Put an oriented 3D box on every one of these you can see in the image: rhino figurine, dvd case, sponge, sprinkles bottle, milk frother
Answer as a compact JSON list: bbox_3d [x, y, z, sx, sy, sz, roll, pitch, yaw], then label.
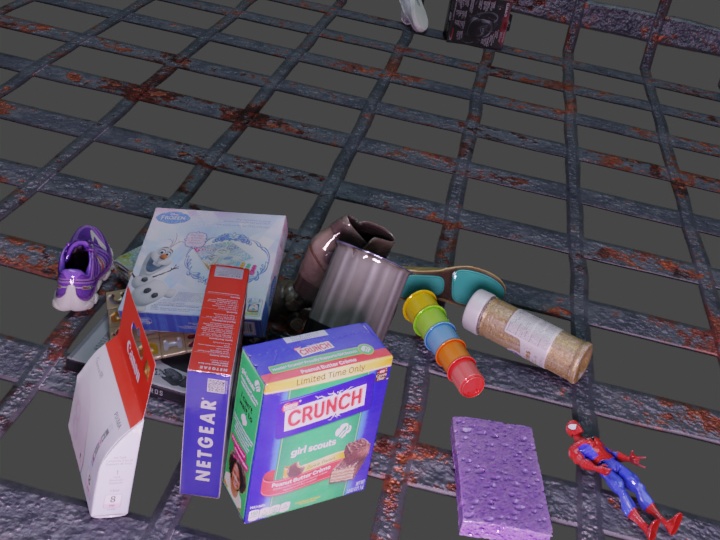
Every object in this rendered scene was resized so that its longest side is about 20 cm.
[{"bbox_3d":[-0.109,0.046,1.488,0.196,0.061,0.088,3,27,-19],"label":"rhino figurine"},{"bbox_3d":[-0.276,0.114,1.347,0.196,0.025,0.151,15,30,8],"label":"dvd case"},{"bbox_3d":[0.172,0.261,1.240,0.109,0.030,0.201,9,30,-4],"label":"sponge"},{"bbox_3d":[0.253,0.099,1.511,0.198,0.069,0.068,27,32,26],"label":"sprinkles bottle"},{"bbox_3d":[-0.052,0.055,1.351,0.197,0.191,0.181,22,-3,5],"label":"milk frother"}]

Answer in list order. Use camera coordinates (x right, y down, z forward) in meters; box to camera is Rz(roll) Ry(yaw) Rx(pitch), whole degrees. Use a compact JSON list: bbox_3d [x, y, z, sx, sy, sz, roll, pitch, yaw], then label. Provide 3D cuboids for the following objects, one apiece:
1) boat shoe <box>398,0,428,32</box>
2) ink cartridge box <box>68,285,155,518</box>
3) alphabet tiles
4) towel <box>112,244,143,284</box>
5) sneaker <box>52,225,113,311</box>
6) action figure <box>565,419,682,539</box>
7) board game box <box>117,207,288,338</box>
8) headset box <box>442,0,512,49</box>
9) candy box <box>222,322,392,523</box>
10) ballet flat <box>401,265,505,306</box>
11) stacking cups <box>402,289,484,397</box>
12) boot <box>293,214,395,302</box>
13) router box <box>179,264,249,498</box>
[{"bbox_3d":[0.154,-0.795,3.044,0.071,0.068,0.203,23,42,-44],"label":"boat shoe"},{"bbox_3d":[-0.282,0.144,1.108,0.056,0.203,0.163,-1,30,-25],"label":"ink cartridge box"},{"bbox_3d":[-0.250,0.049,1.365,0.196,0.006,0.168,-11,48,-8],"label":"alphabet tiles"},{"bbox_3d":[-0.257,-0.016,1.489,0.198,0.049,0.170,-27,35,-25],"label":"towel"},{"bbox_3d":[-0.409,-0.019,1.473,0.079,0.085,0.201,5,29,-11],"label":"sneaker"},{"bbox_3d":[0.330,0.261,1.280,0.064,0.053,0.200,-10,33,-26],"label":"action figure"},{"bbox_3d":[-0.213,0.000,1.376,0.196,0.044,0.201,4,47,6],"label":"board game box"},{"bbox_3d":[0.360,-0.755,2.965,0.196,0.151,0.078,4,30,-10],"label":"headset box"},{"bbox_3d":[-0.062,0.173,1.134,0.166,0.203,0.077,-9,34,-31],"label":"candy box"},{"bbox_3d":[0.140,0.018,1.622,0.196,0.070,0.063,6,15,-11],"label":"ballet flat"},{"bbox_3d":[0.124,0.106,1.462,0.059,0.062,0.201,-2,32,-22],"label":"stacking cups"},{"bbox_3d":[0.000,0.000,1.448,0.198,0.146,0.071,21,31,-42],"label":"boot"},{"bbox_3d":[-0.170,0.129,1.154,0.048,0.203,0.181,8,38,-4],"label":"router box"}]
